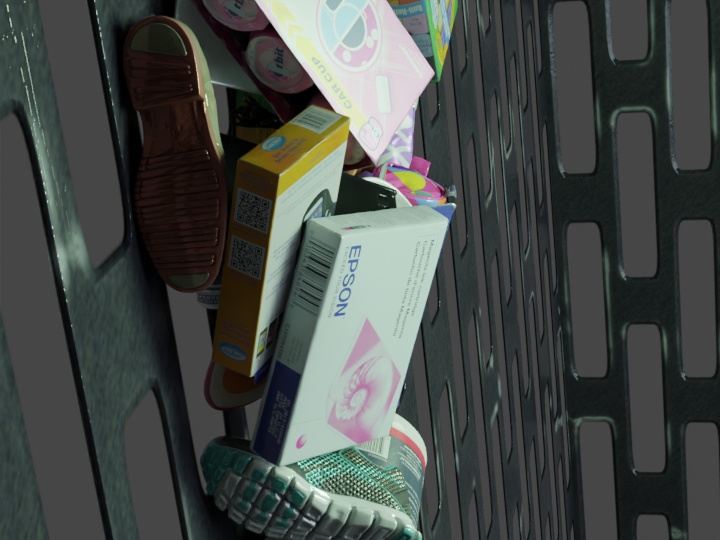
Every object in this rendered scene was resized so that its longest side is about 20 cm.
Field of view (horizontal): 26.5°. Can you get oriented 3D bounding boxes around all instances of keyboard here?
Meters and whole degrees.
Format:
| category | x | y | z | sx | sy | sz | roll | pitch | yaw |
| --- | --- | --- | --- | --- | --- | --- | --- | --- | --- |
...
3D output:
| category | x | y | z | sx | sy | sz | roll | pitch | yaw |
| --- | --- | --- | --- | --- | --- | --- | --- | --- | --- |
| keyboard | -0.051 | -0.077 | 1.273 | 0.199 | 0.021 | 0.128 | 17 | 54 | -34 |

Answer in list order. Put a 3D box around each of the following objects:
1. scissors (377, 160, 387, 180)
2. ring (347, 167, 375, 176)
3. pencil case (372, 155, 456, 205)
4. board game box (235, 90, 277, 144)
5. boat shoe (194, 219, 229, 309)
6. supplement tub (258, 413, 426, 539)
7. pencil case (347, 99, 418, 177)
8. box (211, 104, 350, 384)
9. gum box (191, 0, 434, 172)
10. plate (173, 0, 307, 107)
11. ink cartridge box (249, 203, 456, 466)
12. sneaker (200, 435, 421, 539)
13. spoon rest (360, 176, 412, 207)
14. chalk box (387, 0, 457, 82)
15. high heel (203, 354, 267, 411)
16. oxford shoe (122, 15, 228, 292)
| category | x | y | z | sx | sy | sz | roll | pitch | yaw |
| --- | --- | --- | --- | --- | --- | --- | --- | --- | --- |
| scissors | 0.002 | -0.002 | 1.415 | 0.201 | 0.073 | 0.014 | -60 | -169 | -17 |
| ring | -0.008 | -0.076 | 1.476 | 0.200 | 0.019 | 0.202 | 90 | 26 | -90 |
| pencil case | 0.027 | -0.012 | 1.558 | 0.088 | 0.088 | 0.201 | -54 | 165 | -67 |
| board game box | -0.065 | -0.161 | 1.415 | 0.200 | 0.040 | 0.155 | 11 | 78 | -75 |
| boat shoe | -0.087 | -0.031 | 1.277 | 0.200 | 0.071 | 0.068 | -41 | 130 | -62 |
| supplement tub | -0.019 | 0.231 | 1.373 | 0.141 | 0.139 | 0.201 | 73 | 22 | -47 |
| pencil case | 0.028 | -0.130 | 1.687 | 0.084 | 0.085 | 0.202 | 58 | 34 | -81 |
| box | -0.063 | -0.014 | 1.165 | 0.119 | 0.041 | 0.201 | -45 | 153 | -54 |
| gum box | -0.038 | -0.190 | 1.212 | 0.200 | 0.066 | 0.114 | 52 | 52 | -27 |
| plate | -0.078 | -0.236 | 1.247 | 0.199 | 0.032 | 0.202 | 10 | 79 | -44 |
| ink cartridge box | 0.009 | 0.048 | 1.234 | 0.199 | 0.043 | 0.198 | -9 | 120 | -50 |
| sneaker | -0.042 | 0.175 | 1.269 | 0.078 | 0.199 | 0.092 | -49 | -156 | 34 |
| spoon rest | 0.000 | 0.000 | 1.308 | 0.099 | 0.060 | 0.201 | 45 | 50 | -18 |
| chalk box | 0.025 | -0.275 | 1.608 | 0.201 | 0.124 | 0.125 | -75 | 159 | -50 |
| high heel | -0.092 | 0.055 | 1.314 | 0.067 | 0.096 | 0.201 | 45 | 50 | -18 |
| oxford shoe | -0.126 | -0.086 | 1.122 | 0.074 | 0.070 | 0.202 | -52 | 140 | -76 |
